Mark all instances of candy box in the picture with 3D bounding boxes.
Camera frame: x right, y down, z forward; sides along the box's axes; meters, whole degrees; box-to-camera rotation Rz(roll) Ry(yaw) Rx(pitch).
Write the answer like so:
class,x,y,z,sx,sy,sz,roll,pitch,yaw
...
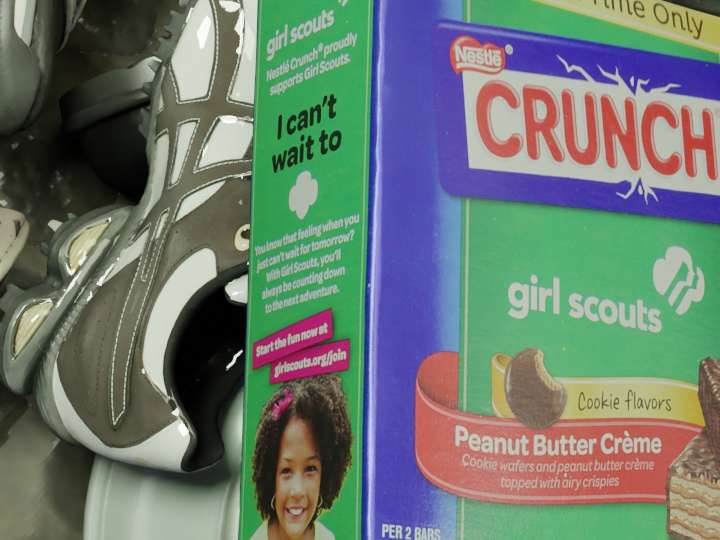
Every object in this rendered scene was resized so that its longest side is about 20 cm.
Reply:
class,x,y,z,sx,sy,sz,roll,pitch,yaw
candy box,0.051,0.013,0.750,0.169,0.077,0.201,10,73,-35

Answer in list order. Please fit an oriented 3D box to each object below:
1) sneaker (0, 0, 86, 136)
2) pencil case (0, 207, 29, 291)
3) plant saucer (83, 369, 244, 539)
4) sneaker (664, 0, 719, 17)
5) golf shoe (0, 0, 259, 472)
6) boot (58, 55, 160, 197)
class,x,y,z,sx,sy,sz,roll,pitch,yaw
sneaker,-0.090,-0.122,0.888,0.115,0.075,0.200,14,49,-25
pencil case,-0.204,-0.040,0.804,0.200,0.089,0.078,37,89,-5
plant saucer,0.009,0.088,0.811,0.200,0.050,0.201,0,85,-5
sneaker,0.133,-0.142,0.987,0.114,0.199,0.076,-84,154,-52
golf shoe,-0.031,-0.026,0.789,0.078,0.094,0.200,29,90,-55
boot,0.001,0.000,0.883,0.211,0.079,0.158,-2,80,-12
